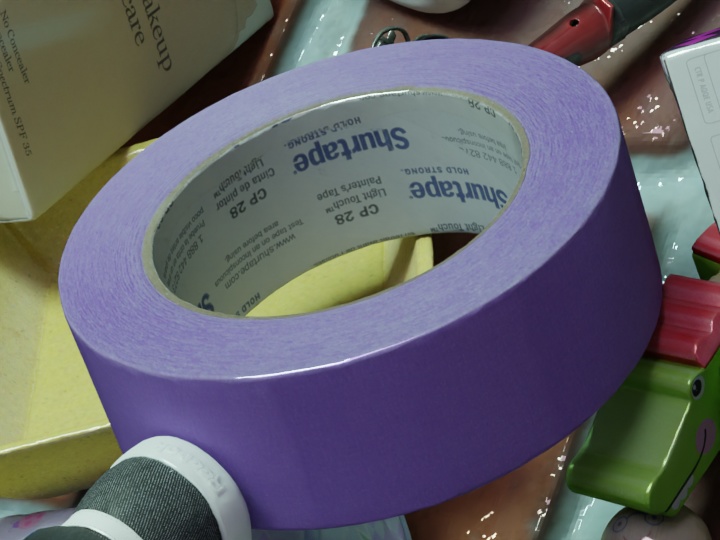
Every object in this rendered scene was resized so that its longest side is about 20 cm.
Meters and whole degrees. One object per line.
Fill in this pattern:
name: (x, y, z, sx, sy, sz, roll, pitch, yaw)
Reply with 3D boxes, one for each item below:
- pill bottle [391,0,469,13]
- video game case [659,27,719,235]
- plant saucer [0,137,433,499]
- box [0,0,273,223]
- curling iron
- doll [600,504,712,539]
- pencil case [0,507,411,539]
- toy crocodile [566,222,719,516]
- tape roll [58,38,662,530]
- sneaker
pill bottle: (0.057, -0.215, 1.166, 0.109, 0.109, 0.200, 25, 72, 44)
video game case: (0.215, -0.014, 0.856, 0.199, 0.182, 0.036, -17, 8, 23)
plant saucer: (-0.062, 0.013, 1.060, 0.199, 0.049, 0.200, -15, 32, 9)
box: (-0.126, -0.105, 1.157, 0.077, 0.095, 0.200, -1, 29, 32)
curling iron: (0.085, -0.103, 1.078, 0.199, 0.050, 0.026, -26, -3, -12)
doll: (0.098, 0.157, 0.875, 0.136, 0.048, 0.201, -23, 39, 26)
pencil case: (-0.077, 0.119, 1.001, 0.199, 0.083, 0.091, -15, 68, 26)
toy crocodile: (0.137, 0.006, 0.952, 0.067, 0.062, 0.200, 17, 55, 42)
tape roll: (0.000, 0.000, 0.940, 0.199, 0.066, 0.201, -14, 32, 9)
sneaker: (-0.101, 0.155, 0.894, 0.073, 0.201, 0.112, 28, 38, 25)
